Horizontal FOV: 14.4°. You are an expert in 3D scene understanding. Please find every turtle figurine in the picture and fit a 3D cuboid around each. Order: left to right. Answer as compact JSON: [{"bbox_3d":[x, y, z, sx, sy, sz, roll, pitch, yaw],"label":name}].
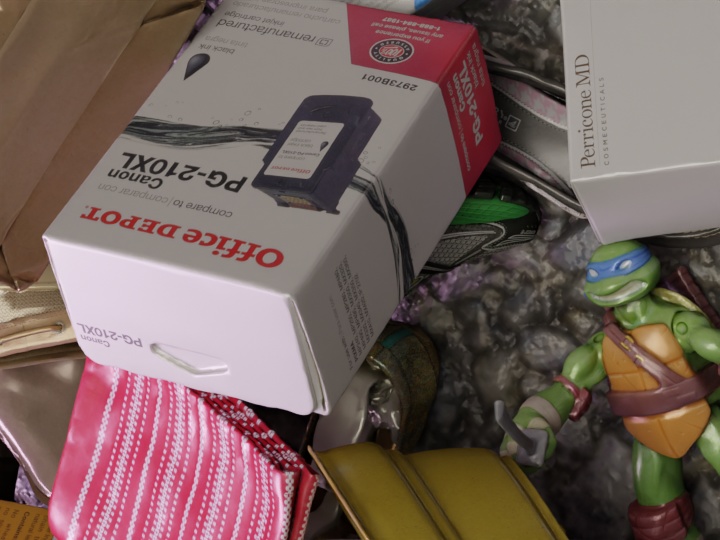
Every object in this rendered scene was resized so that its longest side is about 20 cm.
[{"bbox_3d":[0.150,0.094,1.397,0.143,0.200,0.195,-28,110,-5],"label":"turtle figurine"}]

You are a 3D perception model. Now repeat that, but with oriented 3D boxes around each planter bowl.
[{"bbox_3d":[0.061,0.148,1.354,0.083,0.200,0.201,-31,83,-4],"label":"planter bowl"}]

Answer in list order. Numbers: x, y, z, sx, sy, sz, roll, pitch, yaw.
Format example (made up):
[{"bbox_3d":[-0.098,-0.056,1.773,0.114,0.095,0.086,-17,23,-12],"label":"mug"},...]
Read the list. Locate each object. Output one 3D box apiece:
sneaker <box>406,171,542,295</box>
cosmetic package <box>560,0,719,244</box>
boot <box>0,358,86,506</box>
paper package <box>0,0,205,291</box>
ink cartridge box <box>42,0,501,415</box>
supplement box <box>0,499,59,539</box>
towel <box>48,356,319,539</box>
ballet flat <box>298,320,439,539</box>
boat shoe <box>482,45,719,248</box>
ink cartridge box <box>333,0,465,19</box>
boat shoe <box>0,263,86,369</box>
[{"bbox_3d":[0.000,0.000,1.485,0.199,0.078,0.086,-17,103,-1],"label":"sneaker"},{"bbox_3d":[0.201,-0.086,1.367,0.198,0.085,0.108,-8,68,13],"label":"cosmetic package"},{"bbox_3d":[-0.159,0.060,1.590,0.198,0.070,0.147,3,87,12],"label":"boot"},{"bbox_3d":[-0.182,-0.127,1.495,0.103,0.200,0.191,24,111,-27],"label":"paper package"},{"bbox_3d":[-0.040,-0.039,1.395,0.144,0.200,0.085,12,139,27],"label":"ink cartridge box"},{"bbox_3d":[-0.179,0.172,1.561,0.199,0.069,0.067,11,145,21],"label":"supplement box"},{"bbox_3d":[-0.096,0.118,1.443,0.200,0.022,0.146,38,119,47],"label":"towel"},{"bbox_3d":[-0.015,0.121,1.531,0.070,0.071,0.201,26,106,18],"label":"ballet flat"},{"bbox_3d":[0.106,-0.062,1.459,0.199,0.057,0.067,26,106,18],"label":"boat shoe"},{"bbox_3d":[-0.006,-0.224,1.481,0.116,0.067,0.201,-32,84,24],"label":"ink cartridge box"},{"bbox_3d":[-0.118,0.029,1.538,0.198,0.071,0.065,0,76,6],"label":"boat shoe"}]
